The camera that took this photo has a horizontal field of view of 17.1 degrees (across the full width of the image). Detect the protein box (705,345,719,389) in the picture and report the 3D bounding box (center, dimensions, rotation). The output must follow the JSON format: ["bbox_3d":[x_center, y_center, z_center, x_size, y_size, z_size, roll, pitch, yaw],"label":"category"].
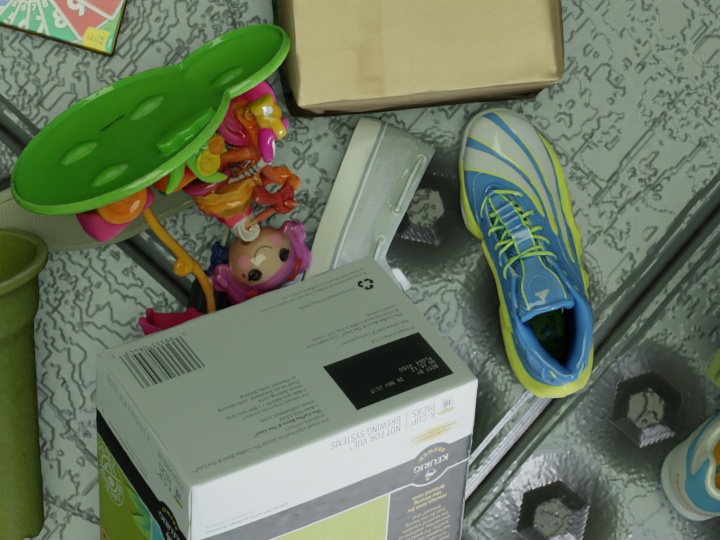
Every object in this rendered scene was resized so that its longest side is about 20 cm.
[{"bbox_3d":[0.369,0.056,1.504,0.199,0.135,0.199,-22,58,-38],"label":"protein box"}]

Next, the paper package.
[{"bbox_3d":[0.034,-0.209,1.583,0.189,0.103,0.202,-5,91,-3],"label":"paper package"}]

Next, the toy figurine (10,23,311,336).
[{"bbox_3d":[-0.094,-0.028,1.521,0.200,0.150,0.185,-36,121,-15],"label":"toy figurine"}]

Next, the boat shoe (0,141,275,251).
[{"bbox_3d":[-0.156,-0.069,1.593,0.199,0.068,0.072,-20,133,0],"label":"boat shoe"}]

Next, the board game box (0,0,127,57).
[{"bbox_3d":[-0.250,-0.216,1.600,0.199,0.030,0.096,15,88,-2],"label":"board game box"}]

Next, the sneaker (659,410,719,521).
[{"bbox_3d":[0.294,0.095,1.609,0.200,0.081,0.077,-42,92,-13],"label":"sneaker"}]

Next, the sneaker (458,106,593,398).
[{"bbox_3d":[0.119,-0.014,1.586,0.075,0.105,0.201,-17,91,-5],"label":"sneaker"}]

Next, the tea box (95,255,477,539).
[{"bbox_3d":[-0.049,0.128,1.487,0.199,0.134,0.198,-18,135,-25],"label":"tea box"}]

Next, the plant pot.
[{"bbox_3d":[-0.281,0.090,1.521,0.199,0.200,0.185,-10,107,-5],"label":"plant pot"}]

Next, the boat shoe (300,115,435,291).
[{"bbox_3d":[0.000,0.000,1.595,0.071,0.070,0.202,18,86,-1],"label":"boat shoe"}]

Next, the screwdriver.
[{"bbox_3d":[-0.090,-0.032,1.573,0.029,0.028,0.201,-3,117,-29],"label":"screwdriver"}]
